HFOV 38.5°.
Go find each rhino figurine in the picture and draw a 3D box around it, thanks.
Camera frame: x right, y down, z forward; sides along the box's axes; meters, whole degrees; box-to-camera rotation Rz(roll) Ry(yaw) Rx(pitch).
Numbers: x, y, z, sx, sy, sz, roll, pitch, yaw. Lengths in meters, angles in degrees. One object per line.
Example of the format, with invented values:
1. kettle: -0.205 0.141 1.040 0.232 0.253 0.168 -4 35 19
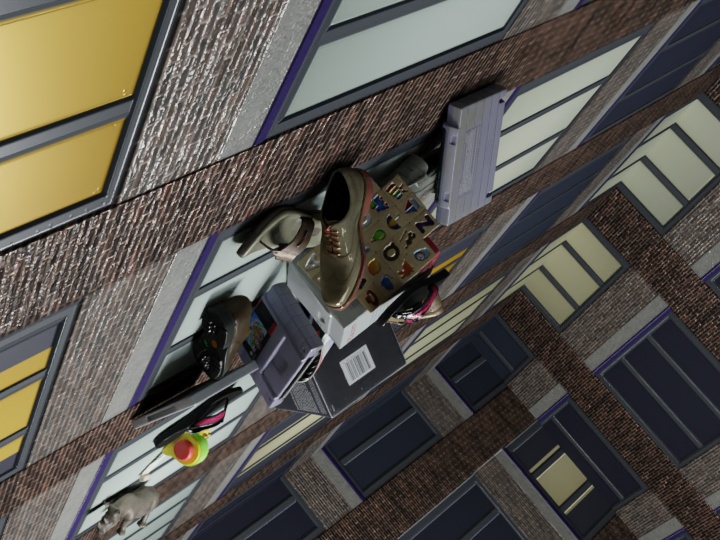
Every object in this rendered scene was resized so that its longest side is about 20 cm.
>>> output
1. rhino figurine: -0.483 0.494 2.120 0.088 0.060 0.200 -63 162 10

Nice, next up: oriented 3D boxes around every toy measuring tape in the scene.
1. toy measuring tape: -0.362 0.378 2.062 0.200 0.074 0.074 -45 166 20

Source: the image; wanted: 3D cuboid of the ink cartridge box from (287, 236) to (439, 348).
1. ink cartridge box: 0.000 0.000 1.650 0.200 0.145 0.145 -39 169 -15

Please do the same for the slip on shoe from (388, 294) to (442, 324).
1. slip on shoe: 0.057 0.069 1.791 0.200 0.061 0.076 -22 -160 36

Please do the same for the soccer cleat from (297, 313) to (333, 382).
1. soccer cleat: -0.064 0.096 1.746 0.200 0.068 0.073 -59 -178 -3

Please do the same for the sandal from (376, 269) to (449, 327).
1. sandal: 0.093 0.048 1.610 0.075 0.045 0.200 -45 170 35

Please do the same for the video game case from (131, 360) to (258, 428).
1. video game case: -0.275 0.206 1.704 0.143 0.018 0.200 -29 -178 -44

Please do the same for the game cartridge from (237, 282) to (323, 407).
1. game cartridge: -0.138 0.122 1.670 0.038 0.130 0.200 -24 160 -38

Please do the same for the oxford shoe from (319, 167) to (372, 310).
1. oxford shoe: -0.035 -0.045 1.426 0.075 0.070 0.201 3 92 -62

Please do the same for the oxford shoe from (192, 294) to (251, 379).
1. oxford shoe: -0.204 0.106 1.592 0.084 0.073 0.200 -34 166 -35

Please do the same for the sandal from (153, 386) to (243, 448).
1. sandal: -0.305 0.293 1.991 0.200 0.045 0.075 -35 166 -25

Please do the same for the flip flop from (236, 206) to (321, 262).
1. flip flop: -0.094 -0.042 1.427 0.081 0.058 0.200 -46 161 23

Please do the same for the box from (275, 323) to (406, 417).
1. box: -0.058 0.171 1.944 0.200 0.124 0.198 -32 -163 -32

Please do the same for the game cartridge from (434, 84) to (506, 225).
1. game cartridge: 0.169 -0.180 1.606 0.129 0.038 0.201 -25 131 -39

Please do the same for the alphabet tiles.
1. alphabet tiles: 0.012 -0.040 1.535 0.200 0.167 0.006 -41 -167 3

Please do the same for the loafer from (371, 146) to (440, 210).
1. loafer: 0.076 -0.145 1.594 0.200 0.070 0.070 -27 126 -41
